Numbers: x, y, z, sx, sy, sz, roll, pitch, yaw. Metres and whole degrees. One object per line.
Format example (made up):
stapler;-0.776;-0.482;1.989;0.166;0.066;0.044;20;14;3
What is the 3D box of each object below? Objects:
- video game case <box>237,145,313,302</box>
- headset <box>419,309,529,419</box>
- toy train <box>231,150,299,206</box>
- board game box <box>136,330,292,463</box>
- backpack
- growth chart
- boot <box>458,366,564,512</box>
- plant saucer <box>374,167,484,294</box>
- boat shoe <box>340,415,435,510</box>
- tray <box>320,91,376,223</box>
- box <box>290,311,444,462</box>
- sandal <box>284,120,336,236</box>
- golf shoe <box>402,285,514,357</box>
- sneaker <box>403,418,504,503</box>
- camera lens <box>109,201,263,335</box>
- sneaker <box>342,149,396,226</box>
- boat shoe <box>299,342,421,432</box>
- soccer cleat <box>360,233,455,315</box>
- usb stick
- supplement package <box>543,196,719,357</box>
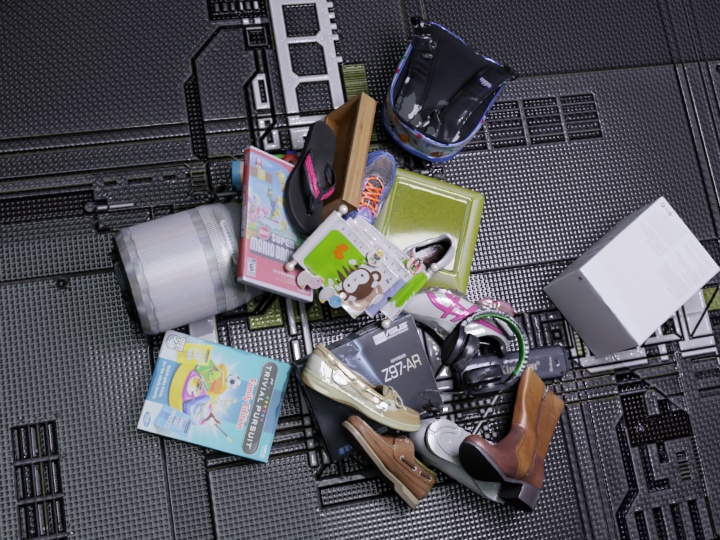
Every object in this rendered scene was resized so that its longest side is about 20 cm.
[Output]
video game case;-0.120;-0.065;1.322;0.142;0.017;0.203;20;64;-47
headset;0.172;0.146;1.368;0.199;0.094;0.124;-40;91;-9
toy train;-0.145;-0.083;1.420;0.114;0.085;0.203;-3;79;-1
board game box;-0.217;0.190;1.354;0.197;0.047;0.153;16;74;-7
backpack;0.124;-0.280;1.481;0.198;0.154;0.192;30;65;3
growth chart;0.000;0.000;1.326;0.199;0.018;0.145;33;98;-20
boot;0.239;0.237;1.381;0.188;0.068;0.202;39;59;-25
plant saucer;0.102;-0.067;1.479;0.197;0.048;0.202;16;74;-8
boat shoe;0.043;0.271;1.348;0.068;0.072;0.201;-45;124;-12
tray;-0.030;-0.175;1.429;0.037;0.098;0.202;27;59;-32
box;0.013;0.176;1.385;0.198;0.043;0.162;-23;100;-16
sandal;-0.065;-0.147;1.362;0.075;0.045;0.202;38;52;-39
golf shoe;0.152;0.082;1.436;0.197;0.073;0.093;11;64;-8
sneaker;0.157;0.293;1.398;0.200;0.080;0.077;41;57;-21
camera lens;-0.258;-0.005;1.332;0.198;0.160;0.162;-18;81;-15
sneaker;0.005;-0.093;1.417;0.075;0.078;0.202;22;98;-21
boat shoe;0.009;0.176;1.325;0.199;0.073;0.064;27;89;-10
soccer cleat;0.061;0.002;1.386;0.198;0.085;0.069;-28;79;-12
usb stick;0.244;0.158;1.464;0.197;0.033;0.056;-6;78;-13
supplement package;0.439;0.014;1.476;0.199;0.151;0.152;-38;87;-17
